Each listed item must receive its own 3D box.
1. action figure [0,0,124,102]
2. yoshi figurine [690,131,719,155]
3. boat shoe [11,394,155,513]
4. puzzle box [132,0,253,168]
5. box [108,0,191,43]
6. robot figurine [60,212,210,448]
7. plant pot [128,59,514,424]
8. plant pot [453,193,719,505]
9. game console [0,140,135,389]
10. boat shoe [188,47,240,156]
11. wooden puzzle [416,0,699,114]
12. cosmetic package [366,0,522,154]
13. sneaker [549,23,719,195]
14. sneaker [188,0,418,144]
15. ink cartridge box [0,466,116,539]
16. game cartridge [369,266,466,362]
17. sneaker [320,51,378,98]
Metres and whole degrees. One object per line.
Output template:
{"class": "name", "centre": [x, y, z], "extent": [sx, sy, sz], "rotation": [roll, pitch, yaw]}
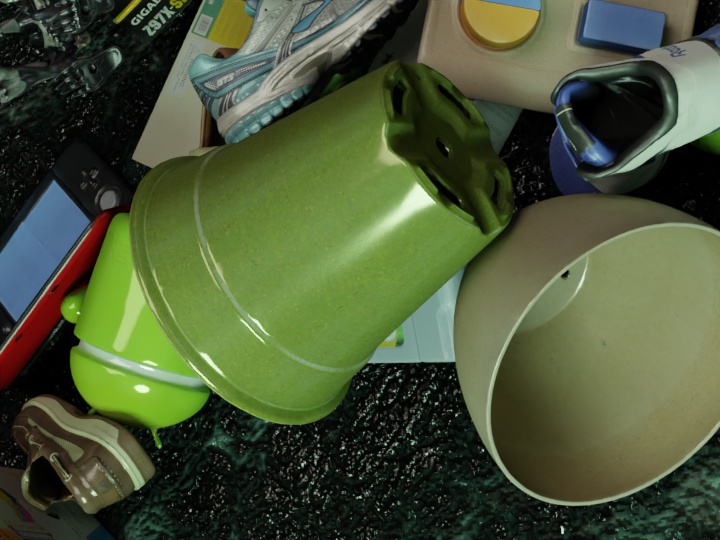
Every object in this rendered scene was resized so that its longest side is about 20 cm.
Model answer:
{"class": "action figure", "centre": [-0.277, -0.209, 1.311], "extent": [0.200, 0.102, 0.119], "rotation": [26, 128, 58]}
{"class": "yoshi figurine", "centre": [0.254, -0.157, 0.995], "extent": [0.111, 0.112, 0.201], "rotation": [-1, 84, 27]}
{"class": "boat shoe", "centre": [-0.239, 0.148, 1.196], "extent": [0.075, 0.075, 0.202], "rotation": [-43, 20, -24]}
{"class": "puzzle box", "centre": [-0.098, -0.159, 1.264], "extent": [0.133, 0.025, 0.201], "rotation": [25, 90, 34]}
{"class": "box", "centre": [-0.175, -0.318, 1.327], "extent": [0.160, 0.049, 0.200], "rotation": [-42, 51, 18]}
{"class": "robot figurine", "centre": [-0.157, 0.032, 1.190], "extent": [0.175, 0.116, 0.201], "rotation": [18, 91, 32]}
{"class": "plant pot", "centre": [-0.010, -0.032, 0.967], "extent": [0.190, 0.200, 0.201], "rotation": [-33, 62, 32]}
{"class": "plant pot", "centre": [0.137, 0.030, 0.982], "extent": [0.201, 0.200, 0.135], "rotation": [-53, 38, 9]}
{"class": "game console", "centre": [-0.280, -0.004, 1.278], "extent": [0.200, 0.119, 0.172], "rotation": [-51, 58, 9]}
{"class": "boat shoe", "centre": [-0.096, -0.068, 1.116], "extent": [0.076, 0.074, 0.201], "rotation": [-13, 67, 51]}
{"class": "wooden puzzle", "centre": [0.145, -0.208, 1.045], "extent": [0.184, 0.046, 0.201], "rotation": [11, 95, 0]}
{"class": "cosmetic package", "centre": [0.067, -0.142, 1.130], "extent": [0.101, 0.074, 0.201], "rotation": [28, 94, 33]}
{"class": "sneaker", "centre": [0.156, -0.096, 0.955], "extent": [0.199, 0.115, 0.081], "rotation": [-31, 76, 62]}
{"class": "sneaker", "centre": [-0.035, -0.174, 1.061], "extent": [0.200, 0.078, 0.086], "rotation": [-41, 87, -5]}
{"class": "ink cartridge box", "centre": [-0.299, 0.243, 1.172], "extent": [0.147, 0.200, 0.145], "rotation": [39, 98, 33]}
{"class": "game cartridge", "centre": [0.000, 0.000, 1.103], "extent": [0.199, 0.040, 0.134], "rotation": [-5, 95, 45]}
{"class": "sneaker", "centre": [-0.027, -0.179, 1.175], "extent": [0.084, 0.077, 0.200], "rotation": [39, 113, 18]}
